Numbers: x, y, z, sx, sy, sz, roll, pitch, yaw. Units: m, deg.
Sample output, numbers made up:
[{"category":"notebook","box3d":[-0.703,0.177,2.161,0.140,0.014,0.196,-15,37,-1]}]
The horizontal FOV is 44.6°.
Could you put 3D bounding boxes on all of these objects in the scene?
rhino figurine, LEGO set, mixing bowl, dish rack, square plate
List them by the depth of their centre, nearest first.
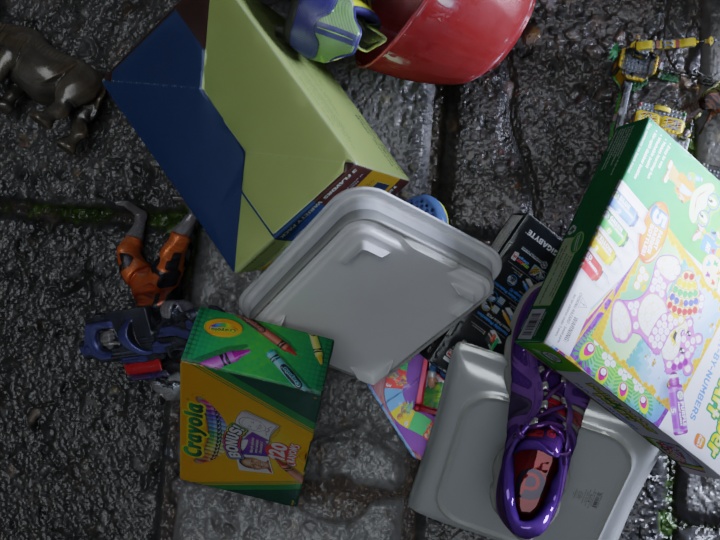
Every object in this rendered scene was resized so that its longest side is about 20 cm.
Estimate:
[{"category":"dish rack","box3d":[0.006,0.028,0.738,0.169,0.044,0.200,25,133,-26]},{"category":"square plate","box3d":[0.152,0.177,0.778,0.194,0.029,0.203,18,122,8]},{"category":"LEGO set","box3d":[0.307,-0.136,0.788,0.197,0.116,0.157,24,89,7]},{"category":"mixing bowl","box3d":[0.091,-0.248,0.801,0.107,0.200,0.203,27,89,-17]},{"category":"rhino figurine","box3d":[-0.347,-0.206,0.895,0.198,0.060,0.088,32,71,8]}]

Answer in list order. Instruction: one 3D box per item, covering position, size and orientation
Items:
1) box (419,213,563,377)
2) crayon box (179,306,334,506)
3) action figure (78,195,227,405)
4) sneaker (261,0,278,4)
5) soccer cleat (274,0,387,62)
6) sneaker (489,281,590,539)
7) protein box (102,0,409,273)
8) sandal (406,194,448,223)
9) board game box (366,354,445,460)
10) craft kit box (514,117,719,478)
[{"category":"box","box3d":[0.177,0.070,0.801,0.198,0.046,0.160,35,89,-8]},{"category":"crayon box","box3d":[-0.096,0.126,0.774,0.116,0.202,0.059,13,49,0]},{"category":"action figure","box3d":[-0.172,0.029,0.842,0.196,0.104,0.199,0,91,30]},{"category":"sneaker","box3d":[-0.043,-0.357,0.858,0.196,0.074,0.118,-21,84,14]},{"category":"soccer cleat","box3d":[-0.012,-0.213,0.772,0.082,0.200,0.066,22,111,5]},{"category":"sneaker","box3d":[0.149,0.111,0.687,0.079,0.083,0.205,7,87,6]},{"category":"protein box","box3d":[-0.082,-0.120,0.780,0.134,0.200,0.200,-38,82,13]},{"category":"sandal","box3d":[0.000,0.000,0.822,0.199,0.087,0.080,-41,55,-1]},{"category":"board game box","box3d":[0.080,0.085,0.837,0.157,0.039,0.202,-34,82,3]},{"category":"craft kit box","box3d":[0.240,0.023,0.684,0.196,0.048,0.203,35,73,-20]}]
